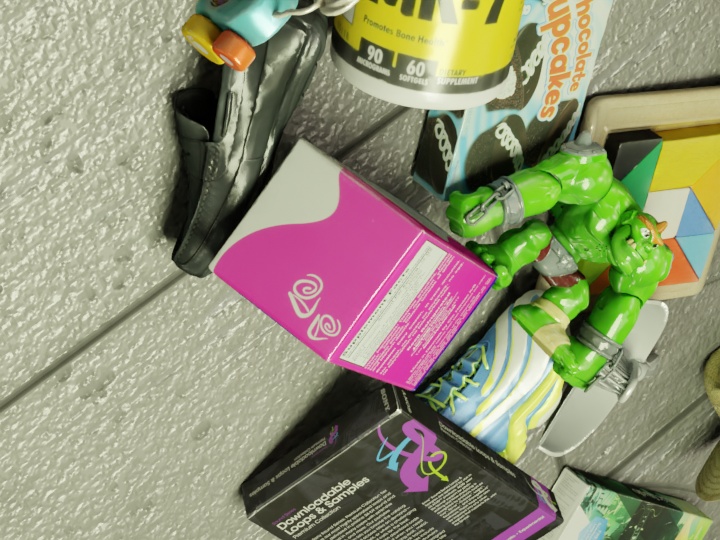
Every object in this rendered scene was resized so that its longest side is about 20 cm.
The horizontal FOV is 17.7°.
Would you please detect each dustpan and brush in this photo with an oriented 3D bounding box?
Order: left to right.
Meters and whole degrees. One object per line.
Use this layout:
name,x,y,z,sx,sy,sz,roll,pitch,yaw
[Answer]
dustpan and brush,0.201,0.075,1.775,0.140,0.057,0.200,-58,177,12

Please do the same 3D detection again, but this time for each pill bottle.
pill bottle,0.051,-0.208,1.391,0.114,0.114,0.200,-15,128,-36

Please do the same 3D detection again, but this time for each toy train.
toy train,-0.045,-0.199,1.278,0.150,0.200,0.056,-31,122,27

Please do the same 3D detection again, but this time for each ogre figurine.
ogre figurine,0.146,-0.014,1.603,0.120,0.098,0.200,-44,109,-6

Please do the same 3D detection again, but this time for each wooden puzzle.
wooden puzzle,0.220,-0.049,1.737,0.200,0.037,0.185,-11,126,-39

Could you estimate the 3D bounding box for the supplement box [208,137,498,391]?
supplement box,0.000,0.000,1.462,0.103,0.101,0.200,-53,161,2

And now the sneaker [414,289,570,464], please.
sneaker,0.077,0.104,1.687,0.105,0.076,0.200,3,118,-44

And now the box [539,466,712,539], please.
box,0.200,0.247,1.946,0.200,0.036,0.145,18,106,-50

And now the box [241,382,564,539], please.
box,0.032,0.167,1.656,0.143,0.036,0.200,-36,134,19

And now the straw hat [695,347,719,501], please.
straw hat,0.330,0.095,1.910,0.201,0.201,0.085,-40,96,-14

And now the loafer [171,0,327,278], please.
loafer,-0.082,-0.087,1.405,0.070,0.068,0.201,18,119,-11

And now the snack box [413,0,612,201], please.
snack box,0.109,-0.148,1.553,0.116,0.037,0.200,-12,127,-39
